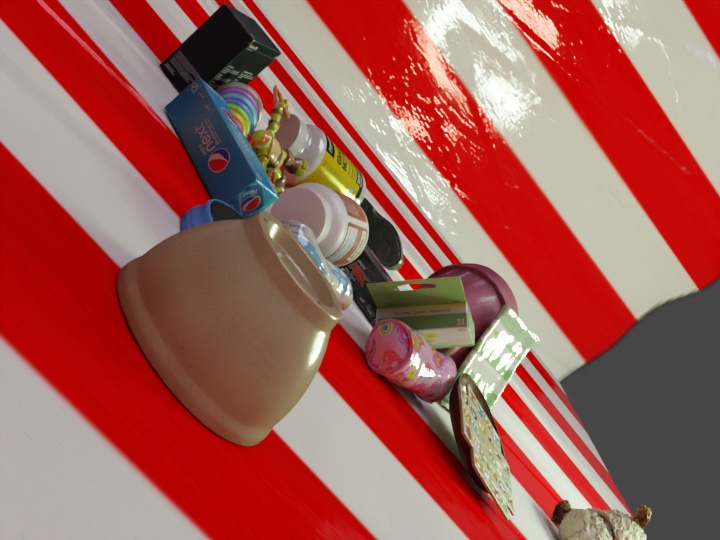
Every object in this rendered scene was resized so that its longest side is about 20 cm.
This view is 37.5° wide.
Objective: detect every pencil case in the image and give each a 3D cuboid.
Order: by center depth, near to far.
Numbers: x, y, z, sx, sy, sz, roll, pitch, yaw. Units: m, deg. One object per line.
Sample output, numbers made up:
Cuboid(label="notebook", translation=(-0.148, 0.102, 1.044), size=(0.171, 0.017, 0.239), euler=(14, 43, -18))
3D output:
Cuboid(label="pencil case", translation=(0.076, 0.139, 1.587), size=(0.088, 0.087, 0.200), euler=(58, 10, 29))

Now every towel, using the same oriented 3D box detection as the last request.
Cuboid(label="towel", translation=(0.224, 0.171, 1.830), size=(0.023, 0.201, 0.152), euler=(34, -4, 39))

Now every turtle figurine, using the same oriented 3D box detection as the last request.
Cuboid(label="turtle figurine", translation=(-0.137, -0.167, 1.630), size=(0.162, 0.063, 0.204), euler=(57, 35, -61))

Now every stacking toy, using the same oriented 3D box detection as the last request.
Cuboid(label="stacking toy", translation=(-0.196, -0.212, 1.565), size=(0.086, 0.085, 0.201), euler=(49, 18, -18))

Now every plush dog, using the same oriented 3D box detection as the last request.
Cuboid(label="plush dog", translation=(0.436, 0.491, 1.931), size=(0.169, 0.162, 0.201), euler=(11, 33, -35))

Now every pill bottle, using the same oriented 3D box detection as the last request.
Cuboid(label="pill bottle", translation=(-0.062, -0.067, 1.550), size=(0.113, 0.112, 0.200), euler=(54, 10, 12))
Cuboid(label="pill bottle", translation=(-0.083, -0.179, 1.835), size=(0.200, 0.112, 0.113), euler=(43, 14, -46))

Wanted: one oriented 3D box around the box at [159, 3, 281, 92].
Cuboid(label="box", translation=(-0.216, -0.334, 1.671), size=(0.079, 0.140, 0.200), euler=(52, 9, 0))

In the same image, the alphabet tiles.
Cuboid(label="alphabet tiles", translation=(0.193, 0.275, 1.619), size=(0.201, 0.006, 0.168), euler=(58, 20, -32))

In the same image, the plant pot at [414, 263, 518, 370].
Cuboid(label="plant pot", translation=(0.157, 0.090, 1.859), size=(0.202, 0.200, 0.178), euler=(55, 26, 17))

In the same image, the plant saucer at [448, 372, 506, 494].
Cuboid(label="plant saucer", translation=(0.182, 0.262, 1.664), size=(0.202, 0.032, 0.202), euler=(58, 19, -33))

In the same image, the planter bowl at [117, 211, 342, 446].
Cuboid(label="planter bowl", translation=(-0.100, 0.035, 0.950), size=(0.201, 0.134, 0.201), euler=(51, 10, -12))

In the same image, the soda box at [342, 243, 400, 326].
Cuboid(label="soda box", translation=(0.000, 0.000, 1.753), size=(0.202, 0.063, 0.071), euler=(55, 10, 8))

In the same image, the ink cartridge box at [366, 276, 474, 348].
Cuboid(label="ink cartridge box", translation=(0.093, 0.069, 1.592), size=(0.200, 0.142, 0.049), euler=(61, 26, -67))

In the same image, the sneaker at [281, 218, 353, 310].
Cuboid(label="sneaker", translation=(-0.068, 0.008, 1.439), size=(0.200, 0.071, 0.074), euler=(53, 44, -52))

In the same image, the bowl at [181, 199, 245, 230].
Cuboid(label="bowl", translation=(-0.126, 0.003, 1.217), size=(0.202, 0.039, 0.201), euler=(51, 9, -12))

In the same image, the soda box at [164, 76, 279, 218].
Cuboid(label="soda box", translation=(-0.186, -0.159, 1.413), size=(0.202, 0.067, 0.064), euler=(59, 11, 31))

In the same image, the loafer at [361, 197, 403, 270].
Cuboid(label="loafer", translation=(0.038, -0.074, 2.186), size=(0.201, 0.071, 0.063), euler=(57, 5, 32))
